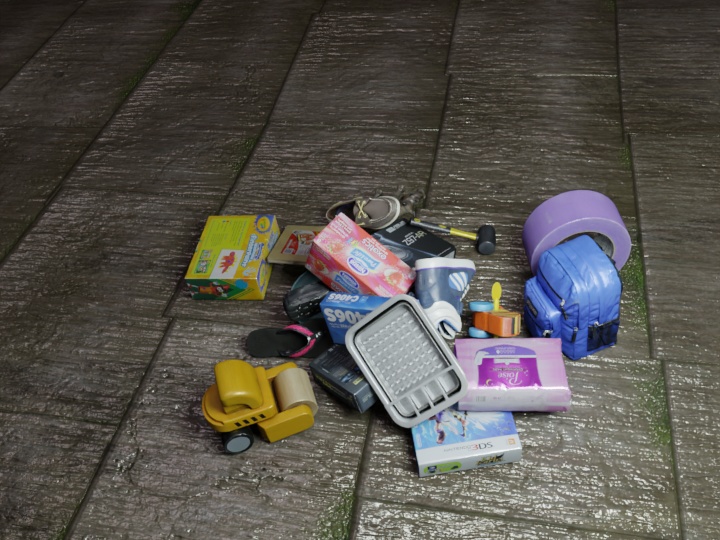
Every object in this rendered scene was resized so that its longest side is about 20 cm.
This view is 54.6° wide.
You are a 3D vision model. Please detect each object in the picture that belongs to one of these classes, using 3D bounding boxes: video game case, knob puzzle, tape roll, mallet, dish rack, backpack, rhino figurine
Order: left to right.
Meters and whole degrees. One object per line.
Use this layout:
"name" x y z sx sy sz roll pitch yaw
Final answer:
"knob puzzle" -0.091 -0.048 1.570 0.216 0.031 0.220 0 28 0
"rhino figurine" 0.077 -0.148 1.591 0.198 0.060 0.088 -7 39 48
"dish rack" 0.081 0.150 1.187 0.201 0.171 0.043 56 33 4
"mallet" 0.204 -0.079 1.531 0.197 0.041 0.066 8 44 -8
"video game case" 0.174 0.254 1.242 0.178 0.046 0.202 -8 45 -1
"backpack" 0.394 0.052 1.295 0.166 0.202 0.163 -20 47 -11
"tape roll" 0.429 -0.056 1.395 0.197 0.202 0.086 -7 45 2

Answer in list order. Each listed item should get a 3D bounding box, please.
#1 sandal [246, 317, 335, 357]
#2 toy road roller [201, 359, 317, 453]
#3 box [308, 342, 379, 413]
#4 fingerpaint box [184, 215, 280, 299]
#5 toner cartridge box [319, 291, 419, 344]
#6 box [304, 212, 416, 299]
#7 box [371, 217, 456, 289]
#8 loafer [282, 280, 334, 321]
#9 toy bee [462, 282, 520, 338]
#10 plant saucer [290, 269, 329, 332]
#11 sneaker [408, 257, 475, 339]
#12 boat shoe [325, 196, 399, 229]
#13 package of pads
"sandal" -0.134 0.140 1.378 0.197 0.045 0.076 -8 89 8
"toy road roller" -0.186 0.224 1.253 0.197 0.147 0.124 -17 46 -8
"box" 0.023 0.164 1.319 0.199 0.052 0.157 -37 32 -24
"fingerpaint box" -0.281 -0.030 1.568 0.164 0.074 0.202 -1 46 9
"toner cartridge box" 0.025 0.095 1.282 0.198 0.096 0.043 3 37 35
"box" 0.000 0.000 1.341 0.199 0.100 0.096 39 58 9
"box" 0.086 -0.030 1.503 0.159 0.044 0.199 32 45 33
"loafer" -0.062 0.043 1.416 0.198 0.069 0.071 -15 40 -10
"toy bee" 0.252 0.084 1.354 0.107 0.133 0.200 -4 28 -30
"plant saucer" -0.052 0.062 1.469 0.197 0.036 0.202 -4 46 4
"sneaker" 0.164 0.056 1.318 0.080 0.199 0.149 -10 82 31
"boat shoe" 0.003 -0.131 1.571 0.059 0.073 0.198 7 -7 -43
"package of pads" 0.261 0.183 1.217 0.197 0.076 0.122 -1 45 3
